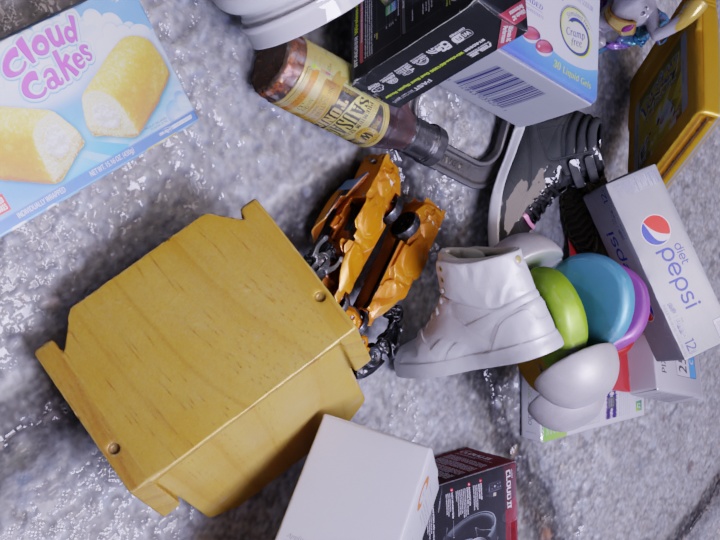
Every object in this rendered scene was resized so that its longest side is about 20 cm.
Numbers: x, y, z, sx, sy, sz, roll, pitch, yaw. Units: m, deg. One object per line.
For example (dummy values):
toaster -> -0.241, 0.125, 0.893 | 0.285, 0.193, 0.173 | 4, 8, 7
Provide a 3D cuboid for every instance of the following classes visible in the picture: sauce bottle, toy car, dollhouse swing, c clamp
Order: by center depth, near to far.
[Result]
dollhouse swing -> -0.112, 0.082, 0.749 | 0.200, 0.176, 0.182 | -37, 80, -8
sauce bottle -> -0.002, -0.149, 0.831 | 0.200, 0.066, 0.066 | 20, 81, -34
toy car -> 0.215, 0.051, 0.916 | 0.150, 0.200, 0.175 | -22, 65, -4
c clamp -> 0.100, -0.181, 0.937 | 0.200, 0.027, 0.171 | 28, 77, -37

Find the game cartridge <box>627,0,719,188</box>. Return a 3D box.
game cartridge -> 0.344, -0.192, 1.018 | 0.032, 0.176, 0.200 | 12, 58, -4

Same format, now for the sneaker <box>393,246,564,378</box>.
sneaker -> 0.091, 0.035, 0.855 | 0.074, 0.200, 0.116 | -22, 91, -41

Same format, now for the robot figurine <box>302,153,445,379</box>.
robot figurine -> 0.000, 0.000, 0.852 | 0.145, 0.058, 0.200 | 41, 68, -33

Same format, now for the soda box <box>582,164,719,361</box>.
soda box -> 0.313, -0.006, 0.969 | 0.063, 0.068, 0.200 | -23, 86, -10

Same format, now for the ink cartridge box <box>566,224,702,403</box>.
ink cartridge box -> 0.326, 0.047, 1.082 | 0.176, 0.045, 0.200 | 13, 68, -35

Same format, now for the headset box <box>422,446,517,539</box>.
headset box -> 0.079, 0.272, 0.924 | 0.200, 0.077, 0.149 | -7, 98, -39

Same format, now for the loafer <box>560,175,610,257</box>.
loafer -> 0.289, -0.032, 1.042 | 0.067, 0.076, 0.200 | -18, 86, -17

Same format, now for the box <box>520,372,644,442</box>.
box -> 0.268, 0.116, 1.091 | 0.200, 0.036, 0.145 | -4, 95, -40

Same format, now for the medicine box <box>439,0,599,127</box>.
medicine box -> 0.141, -0.271, 0.897 | 0.182, 0.103, 0.200 | 17, 72, -38

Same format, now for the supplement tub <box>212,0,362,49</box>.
supplement tub -> -0.078, -0.292, 0.712 | 0.145, 0.145, 0.200 | -42, 118, -29

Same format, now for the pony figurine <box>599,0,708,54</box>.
pony figurine -> 0.295, -0.320, 1.004 | 0.166, 0.200, 0.193 | 23, 63, -31

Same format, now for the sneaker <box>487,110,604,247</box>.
sneaker -> 0.201, -0.090, 0.972 | 0.071, 0.099, 0.200 | 40, 65, -62

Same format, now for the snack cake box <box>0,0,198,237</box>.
snack cake box -> -0.231, -0.112, 0.654 | 0.200, 0.067, 0.115 | -39, 116, -30

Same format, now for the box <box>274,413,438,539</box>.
box -> -0.013, 0.240, 0.749 | 0.124, 0.097, 0.200 | 76, 33, -62

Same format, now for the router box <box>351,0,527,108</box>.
router box -> 0.062, -0.261, 0.785 | 0.062, 0.150, 0.200 | 19, 62, -38
